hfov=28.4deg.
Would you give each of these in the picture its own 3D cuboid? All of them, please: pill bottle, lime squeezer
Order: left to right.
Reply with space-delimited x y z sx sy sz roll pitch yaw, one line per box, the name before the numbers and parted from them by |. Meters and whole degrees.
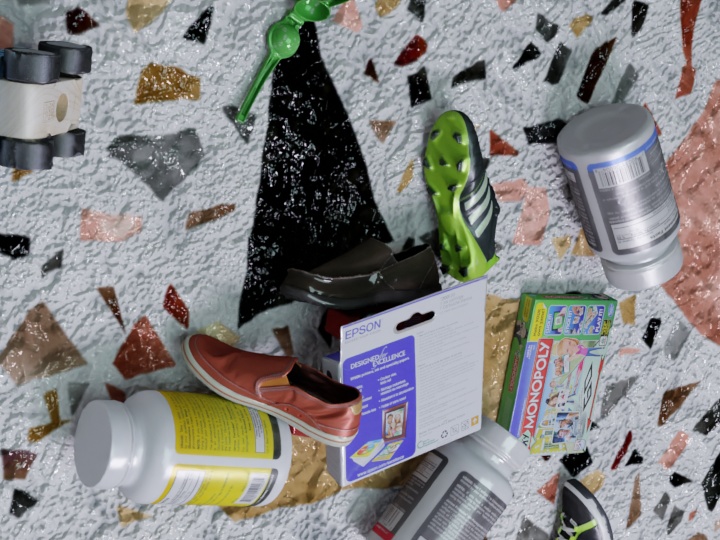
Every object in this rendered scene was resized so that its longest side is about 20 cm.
pill bottle | -0.178 0.178 1.423 0.199 0.112 0.113 9 101 -35
lime squeezer | -0.057 -0.229 1.396 0.200 0.071 0.038 -41 148 21
pill bottle | 0.106 0.266 1.642 0.200 0.111 0.111 -53 126 -7
pill bottle | 0.307 -0.083 1.654 0.114 0.114 0.201 -34 122 -19

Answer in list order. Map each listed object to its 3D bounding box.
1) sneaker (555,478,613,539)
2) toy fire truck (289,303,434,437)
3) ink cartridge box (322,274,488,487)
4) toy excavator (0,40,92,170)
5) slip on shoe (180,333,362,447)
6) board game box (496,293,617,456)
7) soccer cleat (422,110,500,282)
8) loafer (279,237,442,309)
sneaker | 0.274 0.365 1.812 0.082 0.072 0.201 -20 111 -17
toy fire truck | 0.005 0.105 1.559 0.199 0.049 0.142 -2 108 -35
ink cartridge box | 0.049 0.111 1.533 0.197 0.043 0.201 -18 123 -31
toy excavator | -0.352 -0.148 1.209 0.194 0.199 0.100 -43 141 -72
slip on shoe | -0.087 0.109 1.440 0.199 0.074 0.061 26 116 2
board game box | 0.236 0.128 1.733 0.134 0.029 0.201 0 106 -35
soccer cleat | 0.116 -0.085 1.566 0.081 0.067 0.201 -30 123 -42
loafer | 0.000 0.000 1.514 0.199 0.073 0.072 -3 98 -38
